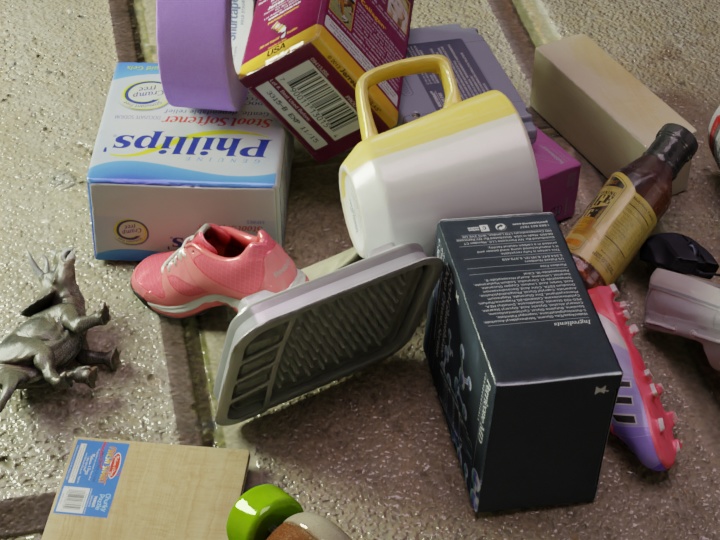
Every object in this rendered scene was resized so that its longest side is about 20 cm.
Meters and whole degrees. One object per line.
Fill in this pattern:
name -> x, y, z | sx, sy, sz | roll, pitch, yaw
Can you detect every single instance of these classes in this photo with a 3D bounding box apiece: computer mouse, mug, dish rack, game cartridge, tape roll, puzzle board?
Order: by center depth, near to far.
puzzle board -> -0.175, 0.214, 1.242 | 0.149, 0.018, 0.201 | 4, 41, 5
dish rack -> -0.035, 0.046, 1.315 | 0.199, 0.172, 0.044 | -21, 64, -24
mug -> 0.059, -0.080, 1.402 | 0.152, 0.150, 0.187 | -14, 41, -10
computer mouse -> 0.311, -0.009, 1.419 | 0.058, 0.034, 0.200 | 14, 4, -21
tape roll -> -0.139, -0.252, 1.474 | 0.065, 0.201, 0.201 | 4, 41, 4
game cartridge -> 0.082, -0.180, 1.576 | 0.132, 0.042, 0.201 | -11, 41, -10

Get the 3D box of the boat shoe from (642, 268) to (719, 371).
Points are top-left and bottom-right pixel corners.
boat shoe -> 0.320, 0.054, 1.363 | 0.072, 0.069, 0.199 | 10, 10, -44

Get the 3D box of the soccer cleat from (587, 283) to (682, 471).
soccer cleat -> 0.217, 0.098, 1.357 | 0.076, 0.067, 0.201 | -28, 46, 15

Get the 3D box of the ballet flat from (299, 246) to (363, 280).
ballet flat -> 0.000, 0.000, 1.457 | 0.199, 0.070, 0.069 | -23, 46, -23

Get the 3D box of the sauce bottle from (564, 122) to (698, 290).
sauce bottle -> 0.249, -0.056, 1.481 | 0.066, 0.066, 0.200 | 27, 63, 26

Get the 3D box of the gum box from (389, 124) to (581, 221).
gum box -> 0.113, -0.115, 1.580 | 0.113, 0.067, 0.200 | -21, 45, -26

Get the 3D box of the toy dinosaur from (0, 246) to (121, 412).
toy dinosaur -> -0.276, 0.072, 1.374 | 0.101, 0.077, 0.201 | 5, 45, 22

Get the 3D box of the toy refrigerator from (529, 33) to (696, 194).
toy refrigerator -> 0.260, -0.159, 1.628 | 0.069, 0.076, 0.200 | -19, 44, -21

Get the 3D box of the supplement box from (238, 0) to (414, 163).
supplement box -> -0.030, -0.229, 1.532 | 0.103, 0.131, 0.201 | -23, 39, 31

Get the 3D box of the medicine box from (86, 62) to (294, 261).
medicine box -> -0.160, -0.106, 1.539 | 0.180, 0.104, 0.201 | 1, 40, 1

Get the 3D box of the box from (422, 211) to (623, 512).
box -> 0.128, 0.073, 1.303 | 0.106, 0.149, 0.201 | -5, 41, -11

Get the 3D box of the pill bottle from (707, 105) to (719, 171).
pill bottle -> 0.415, -0.083, 1.516 | 0.113, 0.115, 0.201 | -4, 42, -6

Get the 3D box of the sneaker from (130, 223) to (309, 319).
sneaker -> -0.134, -0.010, 1.410 | 0.199, 0.087, 0.074 | 2, 42, 37

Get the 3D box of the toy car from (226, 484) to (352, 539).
toy car -> -0.067, 0.279, 1.084 | 0.200, 0.159, 0.164 | -39, 42, -22
